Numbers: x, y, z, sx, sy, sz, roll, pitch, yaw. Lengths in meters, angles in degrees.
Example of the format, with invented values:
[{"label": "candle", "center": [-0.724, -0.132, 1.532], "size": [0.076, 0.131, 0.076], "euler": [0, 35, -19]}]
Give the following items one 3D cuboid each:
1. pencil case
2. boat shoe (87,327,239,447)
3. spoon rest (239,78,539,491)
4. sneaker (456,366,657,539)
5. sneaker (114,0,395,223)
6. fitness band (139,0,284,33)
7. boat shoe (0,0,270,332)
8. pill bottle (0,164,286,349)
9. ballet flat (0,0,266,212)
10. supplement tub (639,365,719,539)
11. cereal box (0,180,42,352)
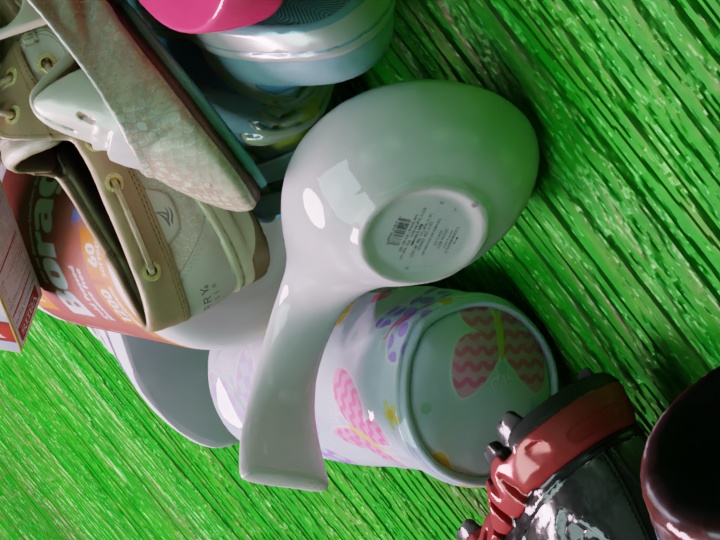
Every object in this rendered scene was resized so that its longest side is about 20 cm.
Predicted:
[{"label": "pencil case", "center": [0.007, 0.052, 1.048], "size": [0.091, 0.083, 0.200], "euler": [52, 158, -18]}, {"label": "boat shoe", "center": [-0.121, 0.007, 1.246], "size": [0.201, 0.073, 0.065], "euler": [59, 166, -4]}, {"label": "spoon rest", "center": [0.000, 0.000, 0.918], "size": [0.200, 0.099, 0.061], "euler": [-61, 29, 35]}, {"label": "sneaker", "center": [0.090, 0.127, 0.961], "size": [0.098, 0.071, 0.201], "euler": [52, 155, 22]}, {"label": "sneaker", "center": [-0.025, -0.074, 0.929], "size": [0.200, 0.079, 0.131], "euler": [22, 146, 59]}, {"label": "fitness band", "center": [-0.074, -0.175, 0.830], "size": [0.200, 0.037, 0.144], "euler": [55, 148, 36]}, {"label": "boat shoe", "center": [-0.120, -0.064, 0.945], "size": [0.200, 0.066, 0.074], "euler": [51, 162, 8]}, {"label": "pill bottle", "center": [-0.110, -0.025, 1.106], "size": [0.200, 0.112, 0.112], "euler": [6, 132, 59]}, {"label": "ballet flat", "center": [-0.116, -0.091, 0.888], "size": [0.200, 0.062, 0.067], "euler": [53, 177, 3]}, {"label": "supplement tub", "center": [0.177, 0.129, 0.825], "size": [0.107, 0.107, 0.201], "euler": [21, 145, 49]}, {"label": "cereal box", "center": [-0.228, -0.037, 1.011], "size": [0.143, 0.040, 0.200], "euler": [10, 151, 9]}]
